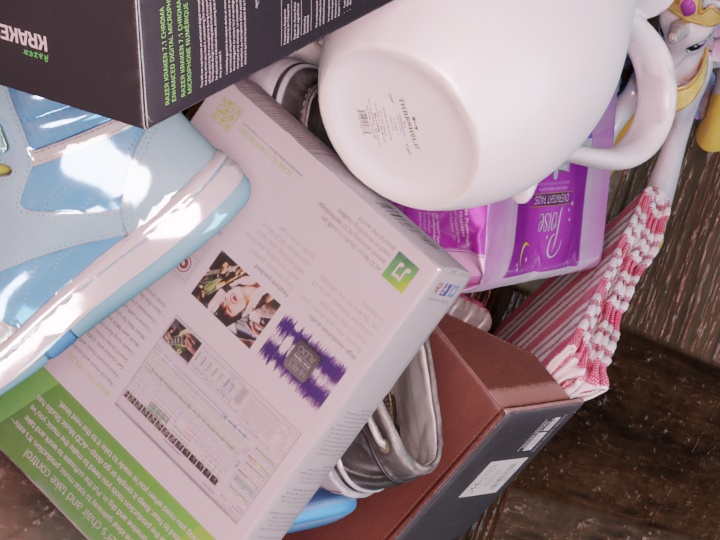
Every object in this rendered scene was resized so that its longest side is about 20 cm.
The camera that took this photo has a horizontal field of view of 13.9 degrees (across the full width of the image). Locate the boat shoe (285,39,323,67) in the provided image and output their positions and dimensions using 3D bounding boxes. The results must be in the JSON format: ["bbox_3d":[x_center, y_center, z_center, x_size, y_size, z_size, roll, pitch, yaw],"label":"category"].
[{"bbox_3d":[-0.027,-0.103,1.388,0.073,0.067,0.201,-11,115,-54],"label":"boat shoe"}]

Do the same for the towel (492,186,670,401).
[{"bbox_3d":[0.096,0.046,1.559,0.146,0.030,0.200,-43,-173,32],"label":"towel"}]

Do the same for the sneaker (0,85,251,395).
[{"bbox_3d":[-0.159,-0.023,1.241,0.200,0.080,0.131,-37,100,-2],"label":"sneaker"}]

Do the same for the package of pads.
[{"bbox_3d":[0.065,-0.053,1.459,0.200,0.075,0.121,-9,102,-68],"label":"package of pads"}]

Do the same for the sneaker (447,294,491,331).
[{"bbox_3d":[0.002,0.042,1.501,0.200,0.073,0.088,21,83,-62],"label":"sneaker"}]

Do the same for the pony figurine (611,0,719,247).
[{"bbox_3d":[0.192,-0.130,1.635,0.193,0.166,0.200,-52,165,-37],"label":"pony figurine"}]

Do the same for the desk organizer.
[{"bbox_3d":[0.010,0.106,1.463,0.200,0.077,0.072,-50,155,26],"label":"desk organizer"}]

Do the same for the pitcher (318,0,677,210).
[{"bbox_3d":[0.075,-0.091,1.304,0.200,0.121,0.172,-46,125,-42],"label":"pitcher"}]

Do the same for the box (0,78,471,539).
[{"bbox_3d":[-0.062,0.036,1.286,0.200,0.144,0.036,-53,153,11],"label":"box"}]

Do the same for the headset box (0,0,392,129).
[{"bbox_3d":[-0.096,-0.143,1.168,0.200,0.174,0.093,-31,129,-43],"label":"headset box"}]

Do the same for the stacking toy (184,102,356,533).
[{"bbox_3d":[-0.070,0.022,1.359,0.109,0.116,0.201,-6,103,-32],"label":"stacking toy"}]

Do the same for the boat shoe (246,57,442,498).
[{"bbox_3d":[0.000,0.000,1.326,0.072,0.071,0.201,-17,95,-49],"label":"boat shoe"}]
